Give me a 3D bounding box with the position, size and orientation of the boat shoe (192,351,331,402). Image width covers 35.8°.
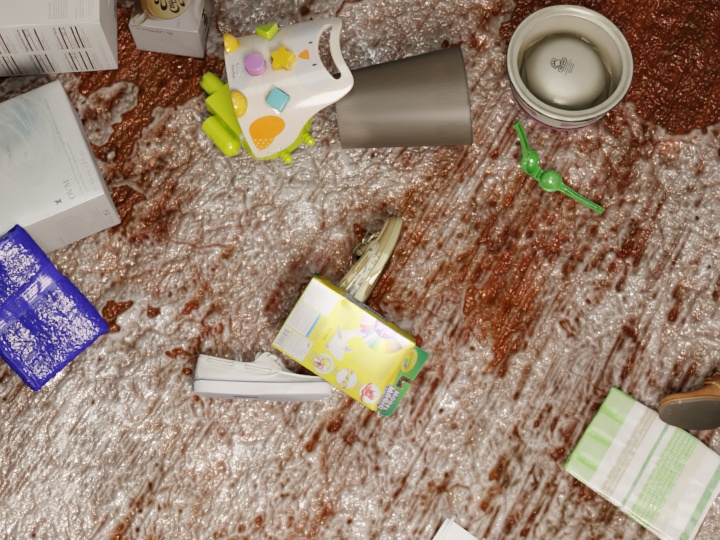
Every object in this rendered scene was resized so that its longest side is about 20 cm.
[{"bbox_3d":[-0.138,0.147,1.569,0.196,0.074,0.066,3,75,-1],"label":"boat shoe"}]

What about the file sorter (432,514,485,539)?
[{"bbox_3d":[0.161,0.433,1.450,0.199,0.125,0.139,34,74,10],"label":"file sorter"}]

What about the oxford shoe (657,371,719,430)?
[{"bbox_3d":[0.505,0.178,1.577,0.197,0.072,0.072,-4,50,-14],"label":"oxford shoe"}]

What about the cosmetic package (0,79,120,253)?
[{"bbox_3d":[-0.488,-0.137,1.636,0.198,0.123,0.201,-24,73,-7],"label":"cosmetic package"}]

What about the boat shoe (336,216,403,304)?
[{"bbox_3d":[0.000,0.000,1.622,0.062,0.073,0.202,28,74,6],"label":"boat shoe"}]

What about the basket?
[{"bbox_3d":[0.062,-0.251,1.678,0.196,0.137,0.182,-8,40,2],"label":"basket"}]

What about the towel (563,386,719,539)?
[{"bbox_3d":[0.402,0.277,1.562,0.199,0.031,0.150,34,71,12],"label":"towel"}]

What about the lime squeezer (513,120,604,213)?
[{"bbox_3d":[0.286,-0.153,1.687,0.200,0.070,0.038,43,55,-18],"label":"lime squeezer"}]

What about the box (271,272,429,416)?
[{"bbox_3d":[-0.012,0.106,1.561,0.199,0.048,0.118,34,99,-2],"label":"box"}]

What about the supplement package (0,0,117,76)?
[{"bbox_3d":[-0.486,-0.422,1.719,0.196,0.147,0.194,-4,71,-2],"label":"supplement package"}]

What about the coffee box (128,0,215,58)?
[{"bbox_3d":[-0.288,-0.451,1.768,0.111,0.080,0.203,8,71,3],"label":"coffee box"}]

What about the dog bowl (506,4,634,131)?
[{"bbox_3d":[0.320,-0.308,1.733,0.196,0.074,0.203,0,72,0],"label":"dog bowl"}]

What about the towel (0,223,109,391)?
[{"bbox_3d":[-0.467,0.056,1.551,0.147,0.050,0.201,-40,108,-2],"label":"towel"}]

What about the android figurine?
[{"bbox_3d":[-0.154,-0.250,1.722,0.182,0.041,0.200,-41,74,-14],"label":"android figurine"}]

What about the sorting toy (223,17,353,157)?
[{"bbox_3d":[-0.101,-0.298,1.644,0.177,0.107,0.203,-16,67,10],"label":"sorting toy"}]
